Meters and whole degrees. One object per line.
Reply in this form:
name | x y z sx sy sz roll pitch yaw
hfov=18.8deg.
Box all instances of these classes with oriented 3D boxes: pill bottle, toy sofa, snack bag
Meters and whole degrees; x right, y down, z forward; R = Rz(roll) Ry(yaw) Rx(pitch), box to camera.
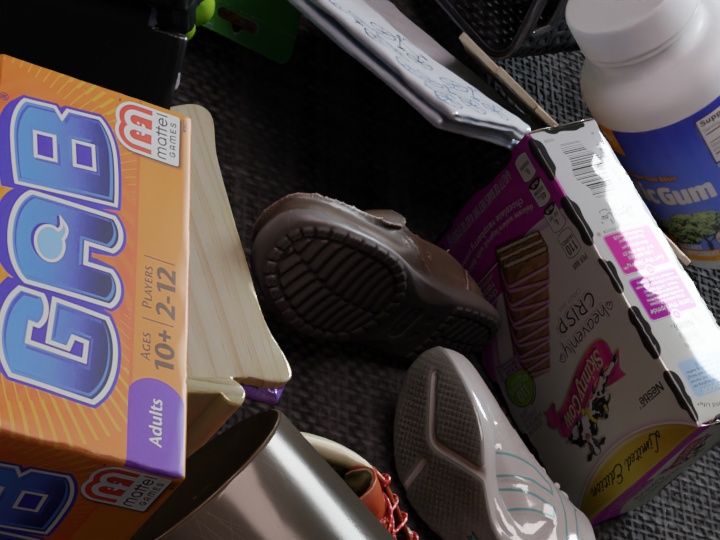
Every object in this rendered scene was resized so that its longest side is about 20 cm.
pill bottle | 0.209 -0.106 1.397 0.200 0.112 0.112 54 35 -34
toy sofa | -0.118 0.004 1.162 0.097 0.083 0.201 2 56 -37
snack bag | 0.034 -0.130 1.320 0.188 0.021 0.200 42 14 26

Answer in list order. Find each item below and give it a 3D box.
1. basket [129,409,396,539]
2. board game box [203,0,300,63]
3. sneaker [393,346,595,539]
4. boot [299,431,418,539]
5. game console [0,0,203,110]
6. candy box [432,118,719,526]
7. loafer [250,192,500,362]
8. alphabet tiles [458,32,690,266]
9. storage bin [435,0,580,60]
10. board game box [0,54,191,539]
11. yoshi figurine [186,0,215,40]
basket | -0.020 0.176 1.010 0.136 0.180 0.200 -39 100 -5
board game box | -0.065 -0.236 1.352 0.095 0.030 0.201 22 70 -40
sneaker | 0.082 0.136 1.222 0.080 0.070 0.201 -7 68 -48
boot | 0.003 0.149 1.121 0.199 0.107 0.075 26 45 -19
game console | -0.164 -0.129 1.157 0.199 0.117 0.176 14 36 20
candy box | 0.132 0.032 1.277 0.061 0.136 0.201 -15 67 -37
loafer | 0.000 0.000 1.241 0.200 0.073 0.071 30 27 -50
alphabet tiles | 0.136 -0.075 1.381 0.200 0.006 0.166 46 5 3
storage bin | 0.096 -0.249 1.442 0.093 0.136 0.200 -11 51 -40
board game box | -0.208 0.034 0.991 0.199 0.200 0.201 17 49 -25
yoshi figurine | -0.175 -0.182 1.276 0.200 0.113 0.112 37 5 13
